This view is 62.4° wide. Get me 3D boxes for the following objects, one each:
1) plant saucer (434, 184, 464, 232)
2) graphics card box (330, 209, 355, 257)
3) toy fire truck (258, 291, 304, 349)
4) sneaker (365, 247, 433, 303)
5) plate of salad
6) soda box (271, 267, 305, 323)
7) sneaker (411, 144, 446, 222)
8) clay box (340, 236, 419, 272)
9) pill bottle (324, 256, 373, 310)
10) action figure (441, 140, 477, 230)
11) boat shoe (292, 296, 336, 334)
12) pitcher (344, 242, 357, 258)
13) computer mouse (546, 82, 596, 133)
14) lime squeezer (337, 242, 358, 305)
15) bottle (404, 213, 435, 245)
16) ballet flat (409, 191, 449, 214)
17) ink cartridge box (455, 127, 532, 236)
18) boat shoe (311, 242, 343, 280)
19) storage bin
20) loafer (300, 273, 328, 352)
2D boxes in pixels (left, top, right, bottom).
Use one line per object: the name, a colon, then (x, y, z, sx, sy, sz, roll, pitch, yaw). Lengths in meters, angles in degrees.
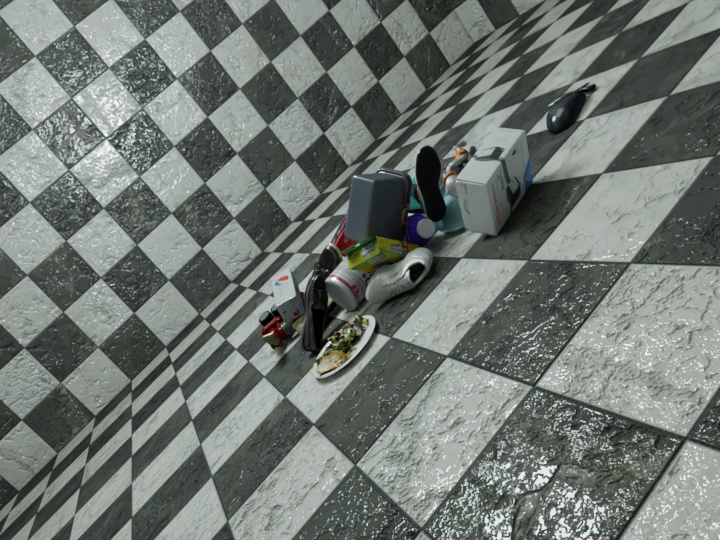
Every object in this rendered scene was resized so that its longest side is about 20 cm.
plant saucer: (0.264, -0.181, 1.546, 0.198, 0.027, 0.204, -33, 38, 30)
graphics card box: (-0.039, -0.112, 1.751, 0.128, 0.050, 0.200, -62, 8, 4)
toy fire truck: (-0.223, 0.160, 1.767, 0.175, 0.129, 0.201, -38, 28, 8)
sneaker: (0.089, 0.019, 1.445, 0.198, 0.075, 0.100, -37, 15, 17)
plate of salad: (-0.046, 0.173, 1.419, 0.198, 0.048, 0.201, -39, 16, 13)
soda box: (-0.213, 0.069, 1.730, 0.067, 0.065, 0.201, -27, 26, 0)
sneaker: (0.167, -0.240, 1.539, 0.081, 0.205, 0.121, -18, 31, -7)
clay box: (0.053, -0.036, 1.505, 0.196, 0.049, 0.113, 6, -25, -46)
pill bottle: (0.000, 0.000, 1.636, 0.201, 0.114, 0.112, -50, 18, -25)
action figure: (0.234, -0.205, 1.433, 0.101, 0.207, 0.194, 6, 22, 14)
boat shoe: (-0.115, 0.102, 1.696, 0.203, 0.062, 0.074, -54, -12, -24)
pitcher: (0.027, -0.086, 1.792, 0.199, 0.121, 0.173, -42, 12, 30)
computer mouse: (0.547, -0.442, 1.600, 0.137, 0.053, 0.202, -22, 25, 47)
lime squeezer: (-0.026, 0.011, 1.721, 0.037, 0.070, 0.206, 10, 75, 35)
bottle: (0.147, -0.106, 1.577, 0.063, 0.087, 0.200, -12, 4, -10)
ballet flat: (0.211, -0.189, 1.669, 0.194, 0.075, 0.074, 1, 36, 27)
ink cartridge box: (0.307, -0.203, 1.352, 0.082, 0.147, 0.201, 15, 53, 37)
boat shoe: (-0.100, 0.005, 1.686, 0.065, 0.072, 0.203, -43, -19, -36)
storage bin: (0.044, -0.153, 1.517, 0.143, 0.207, 0.132, 20, 19, 39)
loafer: (-0.112, 0.114, 1.567, 0.062, 0.070, 0.207, 4, 87, 52)
